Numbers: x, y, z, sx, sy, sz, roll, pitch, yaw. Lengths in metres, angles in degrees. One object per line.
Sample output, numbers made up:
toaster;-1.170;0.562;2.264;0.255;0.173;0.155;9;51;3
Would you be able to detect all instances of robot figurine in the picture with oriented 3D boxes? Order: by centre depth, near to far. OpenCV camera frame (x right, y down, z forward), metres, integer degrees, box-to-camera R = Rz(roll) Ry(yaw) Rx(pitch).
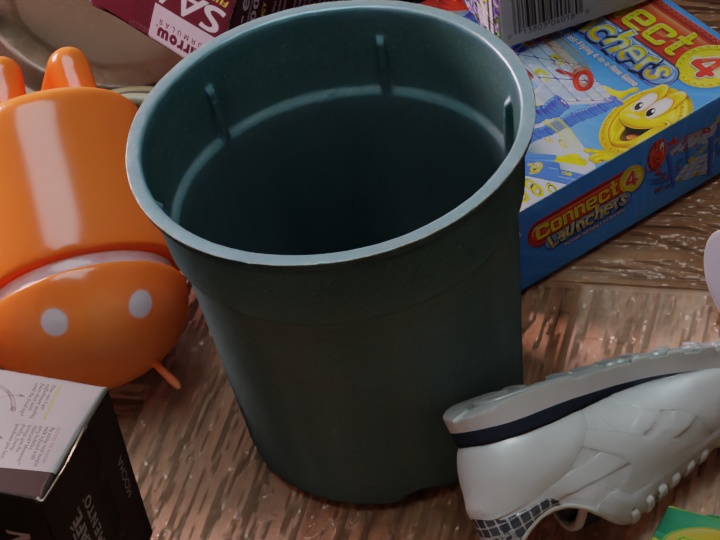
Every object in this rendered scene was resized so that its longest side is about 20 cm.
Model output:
robot figurine;-0.157;-0.020;1.399;0.117;0.144;0.200;-28;67;30

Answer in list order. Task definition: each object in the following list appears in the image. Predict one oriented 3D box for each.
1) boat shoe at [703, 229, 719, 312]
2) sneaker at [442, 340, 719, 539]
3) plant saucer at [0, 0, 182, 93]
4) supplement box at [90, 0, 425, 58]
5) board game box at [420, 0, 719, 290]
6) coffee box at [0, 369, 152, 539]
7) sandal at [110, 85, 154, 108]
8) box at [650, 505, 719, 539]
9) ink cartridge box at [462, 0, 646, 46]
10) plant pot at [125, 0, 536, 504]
boat shoe;0.264;0.030;1.317;0.066;0.070;0.200;-21;37;-34
sneaker;0.135;0.083;1.286;0.200;0.081;0.076;-15;-2;-24
plant saucer;-0.151;-0.169;1.613;0.200;0.029;0.200;3;51;-4
supplement box;-0.051;-0.174;1.543;0.109;0.061;0.200;32;31;29
board game box;0.101;-0.096;1.495;0.196;0.056;0.200;-30;45;-19
coffee box;-0.218;0.108;1.300;0.200;0.113;0.080;8;45;21
sandal;-0.091;-0.057;1.477;0.201;0.080;0.057;4;42;16
box;0.168;0.186;1.178;0.117;0.048;0.200;13;46;24
ink cartridge box;0.091;-0.218;1.548;0.109;0.050;0.200;-19;43;-13
plant pot;0.000;0.000;1.306;0.200;0.196;0.200;-7;42;6
